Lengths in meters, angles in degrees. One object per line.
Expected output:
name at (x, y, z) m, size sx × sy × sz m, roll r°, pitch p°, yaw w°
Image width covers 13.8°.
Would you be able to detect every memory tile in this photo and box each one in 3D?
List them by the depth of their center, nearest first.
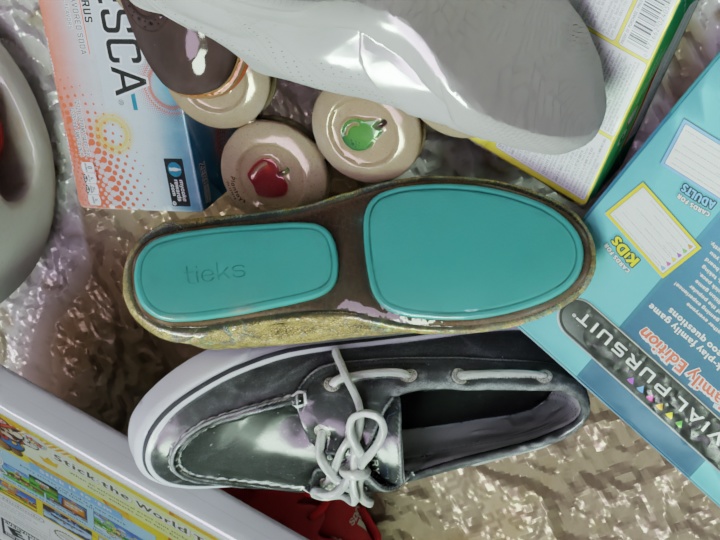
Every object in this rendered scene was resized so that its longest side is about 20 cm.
memory tile at (-0.034, -0.123, 1.242) m, size 0.153 × 0.017 × 0.200 m, roll -24°, pitch 103°, yaw 30°

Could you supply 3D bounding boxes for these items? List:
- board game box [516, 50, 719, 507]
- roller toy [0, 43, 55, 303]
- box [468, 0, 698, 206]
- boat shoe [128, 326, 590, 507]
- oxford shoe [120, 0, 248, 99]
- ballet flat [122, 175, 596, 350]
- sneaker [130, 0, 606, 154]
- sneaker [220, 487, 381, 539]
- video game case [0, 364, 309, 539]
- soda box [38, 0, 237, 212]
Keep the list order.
board game box at (0.174, -0.004, 1.234) m, size 0.151 × 0.047 × 0.200 m, roll 42°, pitch 128°, yaw 5°
roller toy at (-0.249, -0.040, 1.402) m, size 0.182 × 0.140 × 0.200 m, roll 25°, pitch 124°, yaw 16°
box at (0.037, -0.127, 1.251) m, size 0.200 × 0.048 × 0.118 m, roll 31°, pitch 126°, yaw 10°
boat shoe at (0.001, 0.068, 1.293) m, size 0.199 × 0.068 × 0.074 m, roll -7°, pitch 127°, yaw -9°
oxford shoe at (-0.091, -0.157, 1.197) m, size 0.071 × 0.073 × 0.201 m, roll -3°, pitch 113°, yaw 24°
ballet flat at (0.000, 0.000, 1.267) m, size 0.199 × 0.071 × 0.071 m, roll -5°, pitch 114°, yaw 4°
sneaker at (0.002, -0.096, 1.188) m, size 0.200 × 0.075 × 0.088 m, roll 23°, pitch 153°, yaw -21°
sneaker at (-0.020, 0.077, 1.384) m, size 0.115 × 0.078 × 0.200 m, roll 37°, pitch 140°, yaw -2°
video game case at (-0.096, 0.130, 1.415) m, size 0.200 × 0.023 × 0.182 m, roll 29°, pitch 156°, yaw 10°
soda box at (-0.099, -0.129, 1.317) m, size 0.068 × 0.064 × 0.201 m, roll 3°, pitch 116°, yaw 27°
